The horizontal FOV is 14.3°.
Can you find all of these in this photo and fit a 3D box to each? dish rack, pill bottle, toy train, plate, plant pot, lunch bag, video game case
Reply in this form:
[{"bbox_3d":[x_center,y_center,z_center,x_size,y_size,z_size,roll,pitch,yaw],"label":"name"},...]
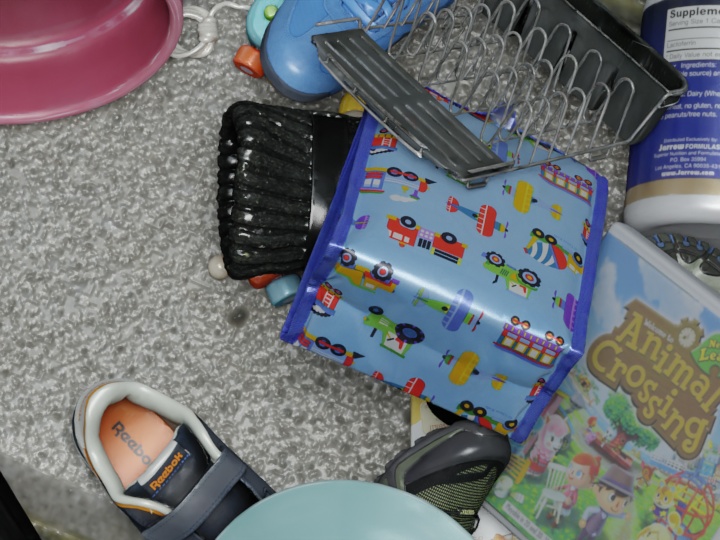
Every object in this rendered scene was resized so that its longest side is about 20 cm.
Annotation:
[{"bbox_3d":[0.075,-0.117,1.644,0.199,0.055,0.153,-14,49,-46],"label":"dish rack"},{"bbox_3d":[0.223,-0.113,1.729,0.115,0.116,0.201,7,77,1],"label":"pill bottle"},{"bbox_3d":[-0.045,-0.089,1.752,0.149,0.056,0.201,-20,79,-5],"label":"toy train"},{"bbox_3d":[-0.008,0.217,1.593,0.199,0.026,0.202,2,97,12],"label":"plate"},{"bbox_3d":[-0.213,-0.214,1.721,0.198,0.200,0.180,-7,62,-2],"label":"plant pot"},{"bbox_3d":[0.059,-0.028,1.616,0.150,0.094,0.201,24,48,-6],"label":"lunch bag"},{"bbox_3d":[0.163,0.099,1.610,0.200,0.022,0.183,41,104,39],"label":"video game case"}]

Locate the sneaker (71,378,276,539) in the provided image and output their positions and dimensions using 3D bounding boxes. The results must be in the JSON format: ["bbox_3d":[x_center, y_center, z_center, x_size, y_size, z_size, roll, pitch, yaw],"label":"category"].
[{"bbox_3d":[-0.093,0.141,1.690,0.200,0.079,0.079,38,79,6],"label":"sneaker"}]

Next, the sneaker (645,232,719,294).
[{"bbox_3d":[0.232,0.039,1.722,0.199,0.085,0.077,20,52,-16],"label":"sneaker"}]

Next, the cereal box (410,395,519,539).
[{"bbox_3d":[0.099,0.160,1.705,0.143,0.040,0.202,0,77,0],"label":"cereal box"}]

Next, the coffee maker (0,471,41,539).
[{"bbox_3d":[-0.216,0.177,1.667,0.192,0.135,0.201,-30,80,-28],"label":"coffee maker"}]

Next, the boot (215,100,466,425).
[{"bbox_3d":[-0.001,0.000,1.669,0.157,0.079,0.212,-1,65,-21],"label":"boot"}]

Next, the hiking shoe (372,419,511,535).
[{"bbox_3d":[0.040,0.178,1.635,0.101,0.075,0.201,48,117,34],"label":"hiking shoe"}]

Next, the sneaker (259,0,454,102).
[{"bbox_3d":[0.019,-0.173,1.721,0.200,0.078,0.066,-38,90,-34],"label":"sneaker"}]
